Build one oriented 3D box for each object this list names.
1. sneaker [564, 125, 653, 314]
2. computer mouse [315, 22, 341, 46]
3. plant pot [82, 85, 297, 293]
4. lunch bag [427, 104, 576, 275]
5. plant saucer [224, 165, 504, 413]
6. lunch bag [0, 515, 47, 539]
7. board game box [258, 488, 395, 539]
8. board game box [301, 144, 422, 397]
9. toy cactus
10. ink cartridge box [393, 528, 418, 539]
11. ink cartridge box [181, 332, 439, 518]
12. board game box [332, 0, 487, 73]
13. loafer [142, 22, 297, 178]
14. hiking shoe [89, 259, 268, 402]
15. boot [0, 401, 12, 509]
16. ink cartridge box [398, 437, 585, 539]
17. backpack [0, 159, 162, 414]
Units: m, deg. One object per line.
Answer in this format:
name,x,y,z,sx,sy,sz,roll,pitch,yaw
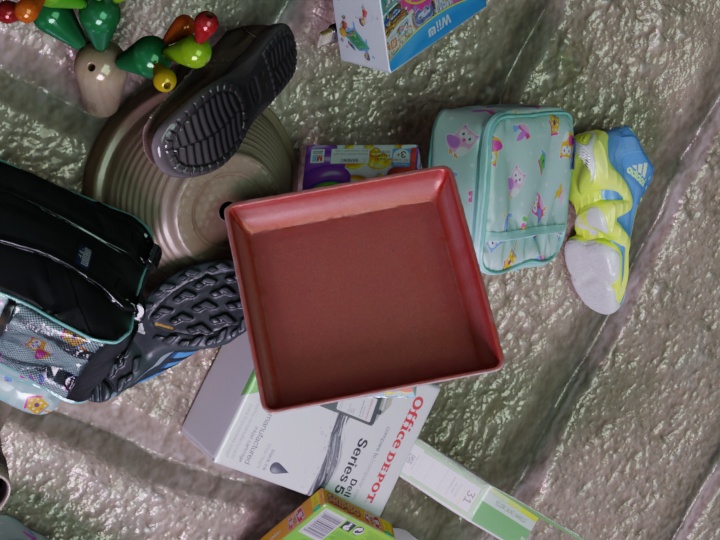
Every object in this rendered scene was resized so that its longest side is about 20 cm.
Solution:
sneaker,0.261,-0.056,1.788,0.105,0.076,0.201,-29,127,-29
computer mouse,-0.060,-0.261,1.542,0.200,0.046,0.141,-28,116,-44
plant pot,-0.133,-0.064,1.549,0.200,0.093,0.202,-10,110,-28
lunch bag,0.135,-0.075,1.661,0.200,0.077,0.161,-9,104,-58
plant saucer,0.000,0.020,1.466,0.199,0.200,0.037,-10,151,-6
lunch bag,-0.296,0.330,1.583,0.200,0.077,0.161,42,83,-33
board game box,-0.069,0.289,1.694,0.095,0.030,0.200,32,116,-33
board game box,0.000,0.000,1.561,0.104,0.201,0.103,0,151,8
toy cactus,-0.212,-0.186,1.443,0.199,0.103,0.165,15,141,4
ink cartridge box,0.017,0.371,1.744,0.084,0.145,0.201,8,102,-31
ink cartridge box,-0.044,0.131,1.667,0.199,0.084,0.146,24,93,-33
board game box,0.036,-0.297,1.545,0.147,0.064,0.201,-38,133,-37
loafer,-0.127,-0.143,1.489,0.200,0.071,0.073,-48,139,-45
hiking shoe,-0.161,0.043,1.540,0.199,0.087,0.075,-26,92,8
boot,-0.322,0.151,1.478,0.070,0.146,0.200,37,86,-31
ink cartridge box,0.141,0.239,1.717,0.048,0.200,0.145,-57,149,-3
backpack,-0.285,0.006,1.435,0.199,0.176,0.153,32,126,-18
